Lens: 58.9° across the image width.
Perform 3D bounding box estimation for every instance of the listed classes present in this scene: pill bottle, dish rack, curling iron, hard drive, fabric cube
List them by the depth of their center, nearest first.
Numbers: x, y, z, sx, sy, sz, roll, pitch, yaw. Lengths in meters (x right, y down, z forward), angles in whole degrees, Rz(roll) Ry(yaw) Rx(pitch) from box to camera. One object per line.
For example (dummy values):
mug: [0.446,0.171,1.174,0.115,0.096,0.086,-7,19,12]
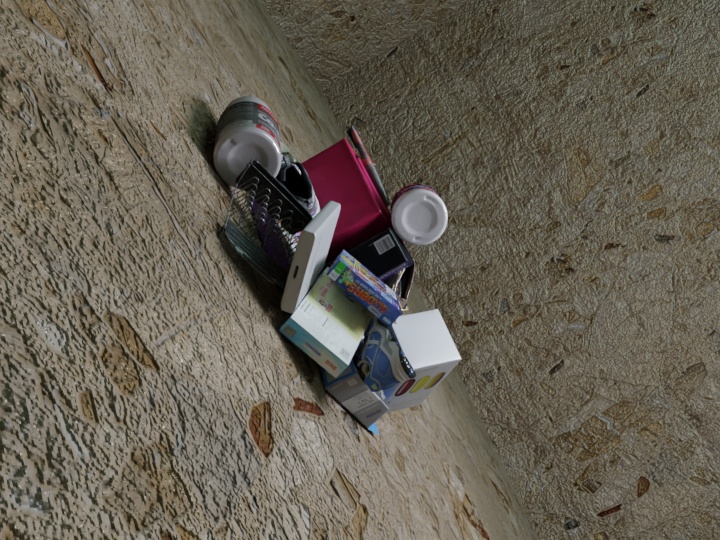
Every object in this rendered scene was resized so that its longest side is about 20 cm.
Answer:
dish rack: [-0.148,-0.071,1.016,0.153,0.055,0.200,43,25,-27]
hard drive: [-0.077,-0.028,1.024,0.026,0.132,0.200,18,20,2]
pill bottle: [-0.201,-0.235,1.140,0.114,0.114,0.200,56,11,-33]
pill bottle: [0.118,-0.123,1.328,0.112,0.111,0.200,60,8,-10]
fabric cube: [-0.052,-0.122,1.369,0.197,0.199,0.200,65,9,24]
curling iron: [0.021,-0.229,1.380,0.200,0.026,0.050,64,12,10]

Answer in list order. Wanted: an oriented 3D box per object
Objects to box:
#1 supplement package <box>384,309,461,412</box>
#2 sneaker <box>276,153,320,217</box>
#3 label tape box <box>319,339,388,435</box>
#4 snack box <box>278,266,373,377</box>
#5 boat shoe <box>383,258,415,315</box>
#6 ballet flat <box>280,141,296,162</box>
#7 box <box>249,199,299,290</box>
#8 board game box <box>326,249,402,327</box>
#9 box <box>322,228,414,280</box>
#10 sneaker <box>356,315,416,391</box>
supplement package: [0.085,0.176,1.208,0.110,0.113,0.200,67,-29,28]
sneaker: [-0.149,-0.192,1.221,0.200,0.078,0.140,45,-15,13]
label tape box: [-0.005,0.187,1.141,0.200,0.066,0.143,51,14,-43]
snack box: [-0.048,0.078,1.050,0.116,0.037,0.200,40,27,-4]
boat shoe: [0.071,0.062,1.351,0.072,0.059,0.200,41,54,-45]
ballet flat: [-0.181,-0.238,1.384,0.068,0.075,0.200,65,9,22]
box: [-0.133,-0.034,1.165,0.137,0.039,0.200,48,16,-55]
board game box: [0.007,0.025,1.112,0.135,0.034,0.200,40,5,-3]
box: [0.000,0.000,1.288,0.079,0.200,0.141,61,9,4]
sneaker: [0.027,0.134,1.056,0.076,0.077,0.200,59,0,-16]
